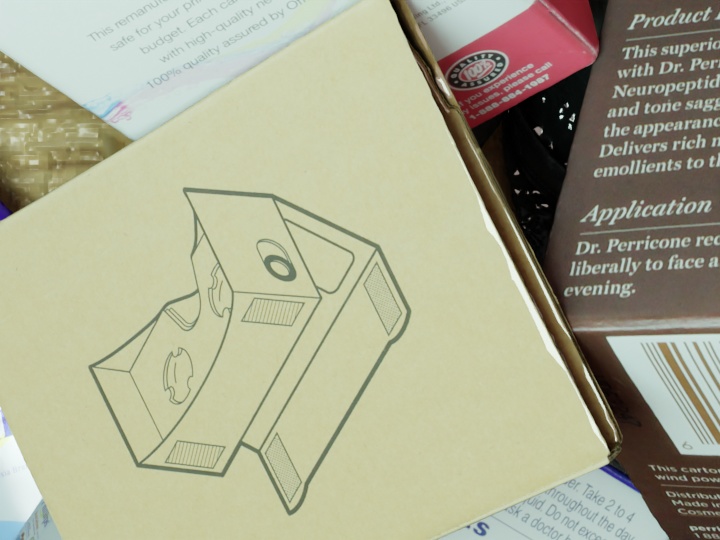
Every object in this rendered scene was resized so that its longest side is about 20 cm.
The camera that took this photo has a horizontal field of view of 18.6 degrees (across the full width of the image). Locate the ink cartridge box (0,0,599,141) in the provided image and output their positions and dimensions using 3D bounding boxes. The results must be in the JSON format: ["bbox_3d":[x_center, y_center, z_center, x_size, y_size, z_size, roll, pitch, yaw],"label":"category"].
[{"bbox_3d":[-0.035,-0.111,0.728,0.148,0.086,0.200,-26,143,23],"label":"ink cartridge box"}]

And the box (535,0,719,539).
[{"bbox_3d":[0.179,-0.020,0.766,0.166,0.164,0.200,-2,55,31],"label":"box"}]

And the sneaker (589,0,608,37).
[{"bbox_3d":[0.071,-0.179,0.857,0.091,0.076,0.200,2,72,6],"label":"sneaker"}]

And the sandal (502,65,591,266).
[{"bbox_3d":[0.085,-0.071,0.886,0.075,0.048,0.200,-18,85,16],"label":"sandal"}]

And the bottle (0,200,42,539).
[{"bbox_3d":[-0.151,0.039,0.911,0.084,0.065,0.200,-19,98,3],"label":"bottle"}]

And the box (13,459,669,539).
[{"bbox_3d":[-0.015,0.109,0.852,0.184,0.105,0.200,32,100,-20],"label":"box"}]

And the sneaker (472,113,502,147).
[{"bbox_3d":[0.000,0.000,0.912,0.082,0.073,0.200,36,105,-16],"label":"sneaker"}]

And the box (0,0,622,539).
[{"bbox_3d":[-0.034,0.025,0.729,0.200,0.021,0.164,-28,87,26],"label":"box"}]
